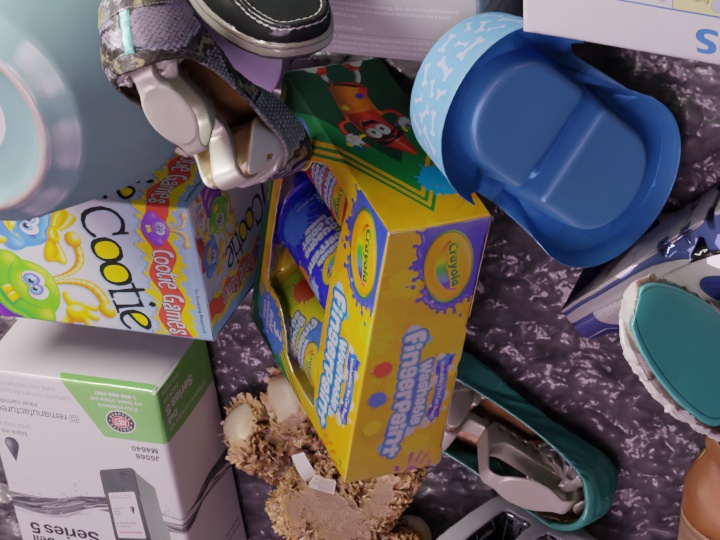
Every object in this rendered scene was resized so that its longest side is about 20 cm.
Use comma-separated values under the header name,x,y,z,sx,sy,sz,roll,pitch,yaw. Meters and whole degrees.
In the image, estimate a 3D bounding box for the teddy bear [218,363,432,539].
name,x,y,z,sx,sy,sz,roll,pitch,yaw
teddy bear,-0.014,0.151,1.674,0.200,0.067,0.145,36,122,6

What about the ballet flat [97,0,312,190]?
name,x,y,z,sx,sy,sz,roll,pitch,yaw
ballet flat,-0.088,-0.085,1.362,0.072,0.072,0.200,-4,151,28

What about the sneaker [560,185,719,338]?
name,x,y,z,sx,sy,sz,roll,pitch,yaw
sneaker,0.224,0.011,1.439,0.199,0.081,0.115,-31,104,36

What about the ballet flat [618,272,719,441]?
name,x,y,z,sx,sy,sz,roll,pitch,yaw
ballet flat,0.218,0.077,1.418,0.200,0.072,0.072,37,132,-17

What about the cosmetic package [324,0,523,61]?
name,x,y,z,sx,sy,sz,roll,pitch,yaw
cosmetic package,0.029,-0.224,1.365,0.106,0.090,0.201,9,124,20

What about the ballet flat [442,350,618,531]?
name,x,y,z,sx,sy,sz,roll,pitch,yaw
ballet flat,0.081,0.106,1.581,0.199,0.070,0.068,32,118,2

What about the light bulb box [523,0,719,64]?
name,x,y,z,sx,sy,sz,roll,pitch,yaw
light bulb box,0.194,-0.224,1.257,0.197,0.125,0.201,12,128,17

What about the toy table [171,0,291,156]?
name,x,y,z,sx,sy,sz,roll,pitch,yaw
toy table,-0.153,-0.150,1.483,0.199,0.117,0.185,22,129,12

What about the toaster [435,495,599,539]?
name,x,y,z,sx,sy,sz,roll,pitch,yaw
toaster,0.086,0.244,1.597,0.113,0.200,0.130,28,134,33

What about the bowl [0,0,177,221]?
name,x,y,z,sx,sy,sz,roll,pitch,yaw
bowl,-0.207,-0.108,1.396,0.200,0.105,0.202,13,127,18

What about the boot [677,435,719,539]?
name,x,y,z,sx,sy,sz,roll,pitch,yaw
boot,0.303,0.161,1.523,0.199,0.077,0.156,24,126,18

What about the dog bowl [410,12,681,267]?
name,x,y,z,sx,sy,sz,roll,pitch,yaw
dog bowl,0.105,-0.079,1.387,0.200,0.112,0.050,31,-175,-44

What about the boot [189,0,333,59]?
name,x,y,z,sx,sy,sz,roll,pitch,yaw
boot,-0.070,-0.232,1.339,0.154,0.073,0.204,97,152,-48

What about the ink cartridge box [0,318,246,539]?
name,x,y,z,sx,sy,sz,roll,pitch,yaw
ink cartridge box,-0.175,0.136,1.717,0.145,0.084,0.201,6,125,22

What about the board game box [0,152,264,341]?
name,x,y,z,sx,sy,sz,roll,pitch,yaw
board game box,-0.174,-0.033,1.584,0.199,0.105,0.104,6,125,21

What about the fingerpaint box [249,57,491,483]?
name,x,y,z,sx,sy,sz,roll,pitch,yaw
fingerpaint box,0.000,0.000,1.483,0.167,0.073,0.201,-122,32,-42
